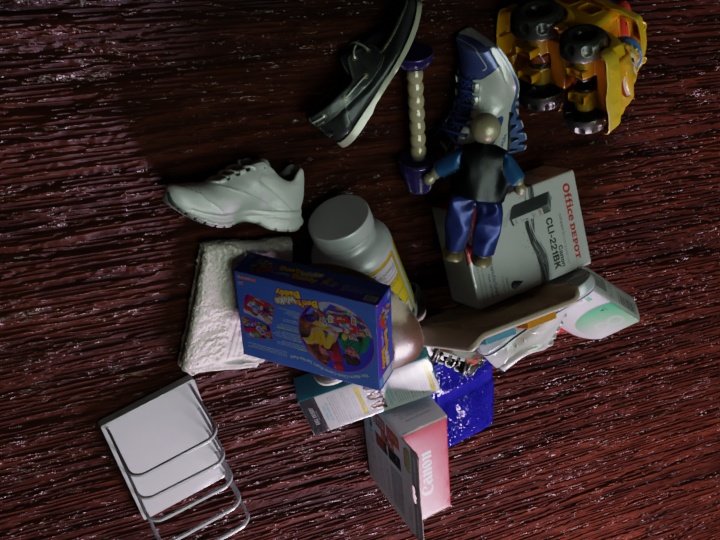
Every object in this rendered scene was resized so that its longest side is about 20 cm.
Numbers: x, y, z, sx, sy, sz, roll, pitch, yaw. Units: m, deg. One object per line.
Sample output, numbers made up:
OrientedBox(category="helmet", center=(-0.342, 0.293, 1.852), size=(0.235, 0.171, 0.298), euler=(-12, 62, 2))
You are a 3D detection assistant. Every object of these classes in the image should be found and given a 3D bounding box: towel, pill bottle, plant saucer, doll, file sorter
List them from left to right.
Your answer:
OrientedBox(category="file sorter", center=(-0.245, 0.276, 1.552), size=(0.138, 0.125, 0.201), euler=(-26, 132, -15))
OrientedBox(category="towel", center=(-0.166, 0.048, 1.507), size=(0.131, 0.034, 0.202), euler=(-5, 123, -32))
OrientedBox(category="plant saucer", center=(-0.014, 0.073, 1.500), size=(0.037, 0.198, 0.201), euler=(-60, 144, -34))
OrientedBox(category="pill bottle", center=(0.000, 0.000, 1.530), size=(0.112, 0.112, 0.201), euler=(-32, 133, -10))
OrientedBox(category="towel", center=(0.153, 0.195, 1.811), size=(0.146, 0.050, 0.202), euler=(-20, 130, -20))
OrientedBox(category="doll", center=(0.148, -0.107, 1.493), size=(0.135, 0.049, 0.202), euler=(11, 115, 8))

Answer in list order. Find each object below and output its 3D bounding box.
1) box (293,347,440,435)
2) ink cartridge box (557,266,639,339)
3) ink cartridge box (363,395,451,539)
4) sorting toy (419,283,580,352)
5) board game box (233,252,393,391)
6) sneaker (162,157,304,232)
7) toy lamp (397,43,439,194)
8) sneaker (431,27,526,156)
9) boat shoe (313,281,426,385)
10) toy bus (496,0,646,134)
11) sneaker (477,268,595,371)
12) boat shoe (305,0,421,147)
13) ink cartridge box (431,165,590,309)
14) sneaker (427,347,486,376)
OrientedBox(category="box", center=(0.010, 0.165, 1.653), size=(0.198, 0.049, 0.083), euler=(-19, 132, 4))
OrientedBox(category="ink cartridge box", center=(0.304, 0.074, 1.763), size=(0.199, 0.051, 0.160), euler=(-32, 140, 31))
OrientedBox(category="ink cartridge box", center=(0.080, 0.281, 1.735), size=(0.083, 0.176, 0.202), euler=(-21, 131, -19))
OrientedBox(category="sorting toy", center=(0.181, 0.068, 1.592), size=(0.199, 0.184, 0.037), euler=(-23, 102, -28))
OrientedBox(category="board game box", center=(-0.058, 0.064, 1.441), size=(0.045, 0.198, 0.136), euler=(-52, 148, -48))
OrientedBox(category="sneaker", center=(-0.153, -0.098, 1.401), size=(0.198, 0.074, 0.088), euler=(-1, 109, -41))
OrientedBox(category="toy lamp", center=(0.072, -0.191, 1.485), size=(0.058, 0.058, 0.202), euler=(-21, 128, -20))
OrientedBox(category="sneaker", center=(0.149, -0.206, 1.507), size=(0.115, 0.081, 0.200), euler=(-34, 135, -12))
OrientedBox(category="boat shoe", center=(0.009, 0.084, 1.624), size=(0.199, 0.067, 0.057), euler=(-36, 144, -16))
OrientedBox(category="toy bus", center=(0.303, -0.288, 1.480), size=(0.191, 0.200, 0.137), euler=(-31, 134, -22))
OrientedBox(category="sneaker", center=(0.262, 0.072, 1.660), size=(0.199, 0.073, 0.071), euler=(-34, 113, 18))
OrientedBox(category="boat shoe", center=(0.008, -0.251, 1.393), size=(0.067, 0.072, 0.201), euler=(31, 96, -18))
OrientedBox(category="ink cartridge box", center=(0.218, -0.050, 1.630), size=(0.198, 0.084, 0.146), euler=(-21, 107, -21))
OrientedBox(category="sneaker", center=(0.144, 0.118, 1.703), size=(0.198, 0.083, 0.077), euler=(-9, 166, -17))
